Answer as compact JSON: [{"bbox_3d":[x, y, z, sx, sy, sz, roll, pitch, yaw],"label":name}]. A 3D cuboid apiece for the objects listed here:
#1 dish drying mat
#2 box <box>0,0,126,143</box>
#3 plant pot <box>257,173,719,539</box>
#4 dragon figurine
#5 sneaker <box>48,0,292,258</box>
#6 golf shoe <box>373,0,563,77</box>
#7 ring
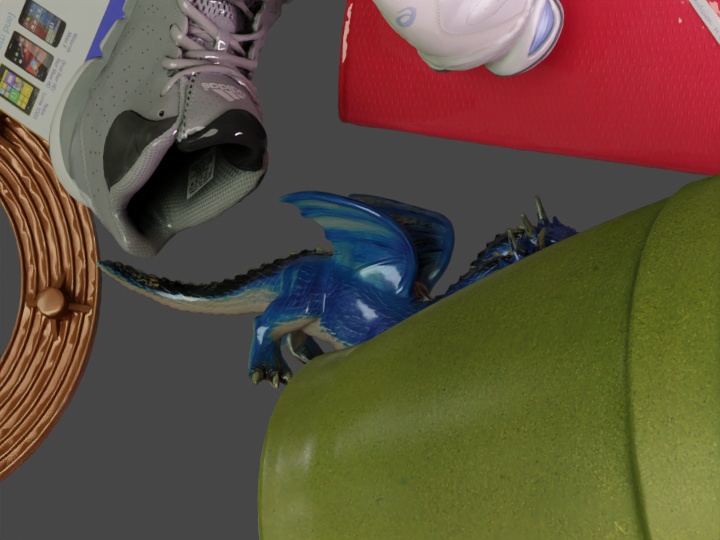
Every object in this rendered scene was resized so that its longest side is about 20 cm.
[{"bbox_3d":[0.079,-0.081,0.883,0.199,0.018,0.077,10,98,31],"label":"dish drying mat"},{"bbox_3d":[-0.151,-0.141,1.010,0.199,0.041,0.120,34,108,23],"label":"box"},{"bbox_3d":[0.076,0.075,0.780,0.192,0.200,0.202,-12,86,29],"label":"plant pot"},{"bbox_3d":[0.000,0.000,0.910,0.199,0.059,0.100,24,104,28],"label":"dragon figurine"},{"bbox_3d":[-0.047,-0.092,0.899,0.201,0.075,0.116,-64,28,17],"label":"sneaker"},{"bbox_3d":[0.038,-0.174,0.852,0.078,0.097,0.202,-5,78,30],"label":"golf shoe"},{"bbox_3d":[-0.207,0.007,1.015,0.199,0.019,0.202,-2,79,9],"label":"ring"}]
